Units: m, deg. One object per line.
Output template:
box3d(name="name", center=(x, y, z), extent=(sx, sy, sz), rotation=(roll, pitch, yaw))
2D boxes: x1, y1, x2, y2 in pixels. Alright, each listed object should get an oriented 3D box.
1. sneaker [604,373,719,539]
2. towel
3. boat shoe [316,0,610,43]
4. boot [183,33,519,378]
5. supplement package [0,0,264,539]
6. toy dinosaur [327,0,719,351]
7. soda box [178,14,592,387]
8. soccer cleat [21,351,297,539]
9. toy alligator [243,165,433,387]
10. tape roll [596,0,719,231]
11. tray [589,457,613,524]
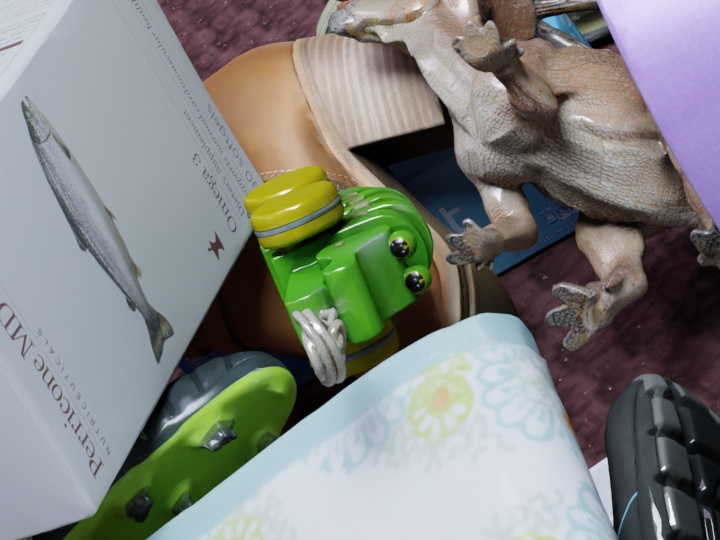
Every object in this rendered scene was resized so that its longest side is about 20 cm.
box3d(name="sneaker", center=(0.089, 0.123, 0.862), extent=(0.079, 0.075, 0.201), rotation=(-29, 48, 31))
box3d(name="towel", center=(-0.003, 0.130, 0.870), extent=(0.200, 0.048, 0.172), rotation=(-38, 49, 19))
box3d(name="boat shoe", center=(0.064, -0.116, 1.177), extent=(0.199, 0.073, 0.065), rotation=(-29, 37, 27))
box3d(name="boot", center=(-0.024, 0.014, 1.062), extent=(0.154, 0.074, 0.201), rotation=(-17, 67, 18))
box3d(name="supplement package", center=(-0.128, -0.005, 0.956), extent=(0.117, 0.117, 0.200), rotation=(-18, 25, 26))
box3d(name="toy dinosaur", center=(0.083, -0.052, 0.991), extent=(0.086, 0.200, 0.136), rotation=(-53, 6, 34))
box3d(name="soda box", center=(0.010, -0.024, 1.137), extent=(0.199, 0.064, 0.068), rotation=(-29, 36, 16))
box3d(name="soccer cleat", center=(-0.108, 0.083, 0.975), extent=(0.200, 0.067, 0.081), rotation=(-41, 60, 14))
box3d(name="toy alligator", center=(0.000, 0.000, 0.929), extent=(0.054, 0.060, 0.200), rotation=(-24, 11, -2))
box3d(name="tape roll", center=(0.140, -0.073, 0.940), extent=(0.065, 0.200, 0.201), rotation=(-29, 36, 18))
box3d(name="tray", center=(0.048, 0.137, 0.956), extent=(0.200, 0.022, 0.108), rotation=(-36, 33, 8))
